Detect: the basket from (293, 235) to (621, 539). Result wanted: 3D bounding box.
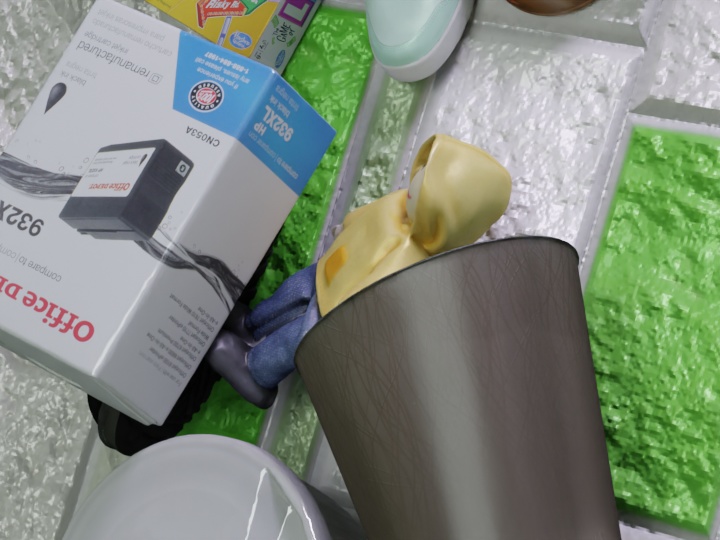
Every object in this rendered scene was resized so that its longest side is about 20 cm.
[{"bbox_3d":[0.065,0.110,1.550,0.180,0.136,0.201,-35,61,38],"label":"basket"}]

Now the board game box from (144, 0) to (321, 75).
[{"bbox_3d":[-0.091,-0.219,1.831,0.200,0.034,0.135,33,96,39],"label":"board game box"}]

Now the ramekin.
[{"bbox_3d":[-0.074,0.197,1.649,0.202,0.094,0.203,-13,67,34],"label":"ramekin"}]

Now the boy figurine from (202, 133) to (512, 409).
[{"bbox_3d":[0.000,0.000,1.657,0.200,0.064,0.124,-38,22,29],"label":"boy figurine"}]

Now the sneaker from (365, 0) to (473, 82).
[{"bbox_3d":[0.011,-0.215,1.699,0.074,0.118,0.201,-4,75,34],"label":"sneaker"}]

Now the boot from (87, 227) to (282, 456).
[{"bbox_3d":[-0.142,-0.005,1.771,0.157,0.079,0.212,20,78,33],"label":"boot"}]

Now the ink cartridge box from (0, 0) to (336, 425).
[{"bbox_3d":[-0.132,-0.035,1.680,0.145,0.084,0.200,25,80,33],"label":"ink cartridge box"}]

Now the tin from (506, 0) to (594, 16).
[{"bbox_3d":[0.133,-0.237,1.667,0.200,0.042,0.112,-54,48,11],"label":"tin"}]
